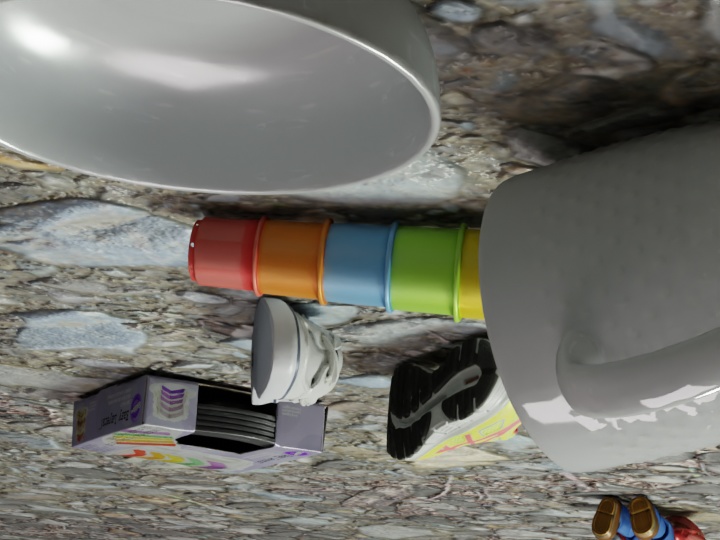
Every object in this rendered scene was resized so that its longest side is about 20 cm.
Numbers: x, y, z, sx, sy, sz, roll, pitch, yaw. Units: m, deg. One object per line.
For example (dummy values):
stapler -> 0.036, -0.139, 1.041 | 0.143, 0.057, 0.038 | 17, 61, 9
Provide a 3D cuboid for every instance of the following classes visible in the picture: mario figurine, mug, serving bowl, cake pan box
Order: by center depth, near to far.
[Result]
serving bowl -> -0.065, -0.091, 0.604 | 0.198, 0.066, 0.200 | 4, 163, 1
mug -> 0.154, 0.013, 0.704 | 0.174, 0.149, 0.200 | -16, -169, 29
cake pan box -> -0.151, 0.145, 1.475 | 0.183, 0.053, 0.200 | 11, 163, -29
mario figurine -> 0.357, 0.339, 1.898 | 0.200, 0.106, 0.123 | 34, -178, -46

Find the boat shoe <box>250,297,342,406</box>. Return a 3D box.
boat shoe -> -0.044, 0.060, 1.136 | 0.065, 0.074, 0.200 | 1, 174, -6

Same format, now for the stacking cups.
stacking cups -> 0.000, 0.000, 0.909 | 0.198, 0.061, 0.061 | 2, 164, 7

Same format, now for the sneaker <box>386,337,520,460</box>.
sneaker -> 0.086, 0.109, 1.236 | 0.090, 0.079, 0.200 | 10, 163, -25

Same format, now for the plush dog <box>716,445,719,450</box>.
plush dog -> 0.228, 0.057, 0.943 | 0.171, 0.161, 0.200 | 33, 159, -2
